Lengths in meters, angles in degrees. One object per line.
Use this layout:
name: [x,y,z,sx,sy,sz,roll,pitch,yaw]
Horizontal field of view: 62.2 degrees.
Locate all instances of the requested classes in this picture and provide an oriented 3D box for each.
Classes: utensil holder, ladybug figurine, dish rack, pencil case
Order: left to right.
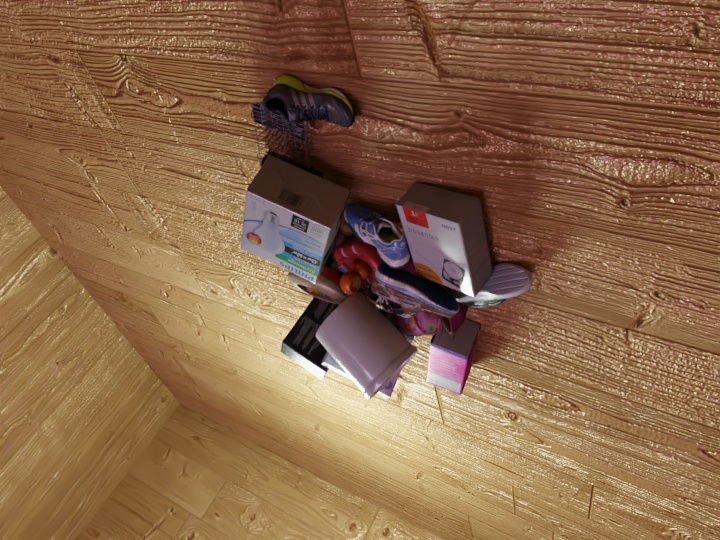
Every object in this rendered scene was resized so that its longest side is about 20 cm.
dish rack: [-0.161,-0.273,1.285,0.151,0.055,0.202,23,145,17]
ladybug figurine: [-0.097,0.028,1.527,0.198,0.073,0.136,17,163,32]
utensil holder: [0.011,0.179,1.436,0.200,0.169,0.171,45,151,12]
pencil case: [0.126,0.121,1.461,0.087,0.088,0.200,41,160,-10]

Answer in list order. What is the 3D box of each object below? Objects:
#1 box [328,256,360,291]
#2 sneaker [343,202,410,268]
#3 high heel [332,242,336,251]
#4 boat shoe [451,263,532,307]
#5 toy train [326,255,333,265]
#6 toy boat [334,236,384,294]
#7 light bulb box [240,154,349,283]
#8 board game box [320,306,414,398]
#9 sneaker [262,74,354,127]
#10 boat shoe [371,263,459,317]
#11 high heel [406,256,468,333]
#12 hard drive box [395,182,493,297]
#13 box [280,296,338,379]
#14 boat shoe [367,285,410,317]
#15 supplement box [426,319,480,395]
box: [-0.069,0.048,1.646,0.143,0.037,0.201,-4,133,46]
sneaker: [0.037,-0.093,1.284,0.200,0.075,0.078,41,155,28]
high heel: [-0.136,-0.121,1.465,0.201,0.067,0.096,54,169,-11]
boat shoe: [0.286,0.035,1.260,0.070,0.073,0.198,27,156,-33]
toy train: [-0.155,-0.064,1.562,0.198,0.034,0.046,25,157,26]
toy boat: [0.000,0.000,1.405,0.131,0.131,0.199,46,154,-18]
light bulb box: [-0.147,-0.109,1.310,0.195,0.126,0.201,24,142,3]
board game box: [0.026,0.197,1.557,0.198,0.202,0.041,28,158,-8]
sneaker: [-0.100,-0.309,1.147,0.197,0.081,0.074,21,147,23]
boat shoe: [0.116,0.055,1.292,0.198,0.072,0.073,27,125,3]
high heel: [0.160,0.047,1.342,0.199,0.097,0.067,36,151,-2]
hard drive box: [0.171,-0.062,1.198,0.154,0.077,0.202,22,146,39]
box: [-0.103,0.167,1.609,0.140,0.201,0.079,32,150,7]
boat shoe: [0.070,0.062,1.415,0.067,0.075,0.199,7,-170,-20]
supplement box: [0.231,0.212,1.502,0.102,0.102,0.201,19,147,16]
